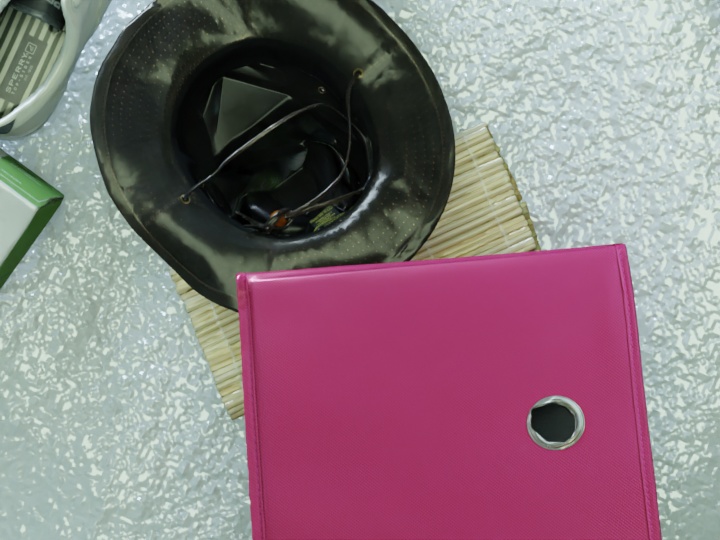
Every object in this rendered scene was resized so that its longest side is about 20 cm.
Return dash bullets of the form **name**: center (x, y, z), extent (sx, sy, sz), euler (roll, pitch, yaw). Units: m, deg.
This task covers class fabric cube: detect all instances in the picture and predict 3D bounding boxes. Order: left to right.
- **fabric cube**: center (0.046, 0.116, 1.504), extent (0.199, 0.200, 0.197), euler (-4, 66, 1)

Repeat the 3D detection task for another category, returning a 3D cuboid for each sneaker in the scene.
- **sneaker**: center (-0.161, -0.162, 1.594), extent (0.073, 0.071, 0.200), euler (19, 97, -7)

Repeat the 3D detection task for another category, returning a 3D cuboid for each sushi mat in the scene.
- **sushi mat**: center (0.000, 0.000, 1.627), extent (0.200, 0.012, 0.096), euler (-24, 87, 0)

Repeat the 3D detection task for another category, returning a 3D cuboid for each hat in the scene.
- **hat**: center (-0.046, -0.068, 1.593), extent (0.200, 0.081, 0.201), euler (0, 81, 1)

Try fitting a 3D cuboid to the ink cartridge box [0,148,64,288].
- **ink cartridge box**: center (-0.263, 0.010, 1.600), extent (0.104, 0.059, 0.200), euler (36, 102, 2)
